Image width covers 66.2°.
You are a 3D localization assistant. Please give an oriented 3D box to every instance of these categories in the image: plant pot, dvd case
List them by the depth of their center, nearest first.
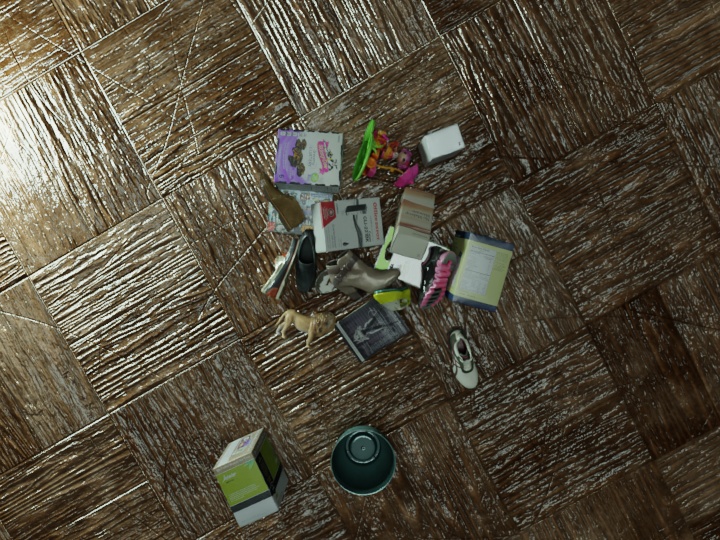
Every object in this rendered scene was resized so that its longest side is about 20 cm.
[{"bbox_3d":[0.008,0.572,1.725,0.197,0.134,0.204,0,95,-1],"label":"plant pot"},{"bbox_3d":[0.034,0.179,1.727,0.199,0.016,0.149,-35,94,18],"label":"dvd case"}]

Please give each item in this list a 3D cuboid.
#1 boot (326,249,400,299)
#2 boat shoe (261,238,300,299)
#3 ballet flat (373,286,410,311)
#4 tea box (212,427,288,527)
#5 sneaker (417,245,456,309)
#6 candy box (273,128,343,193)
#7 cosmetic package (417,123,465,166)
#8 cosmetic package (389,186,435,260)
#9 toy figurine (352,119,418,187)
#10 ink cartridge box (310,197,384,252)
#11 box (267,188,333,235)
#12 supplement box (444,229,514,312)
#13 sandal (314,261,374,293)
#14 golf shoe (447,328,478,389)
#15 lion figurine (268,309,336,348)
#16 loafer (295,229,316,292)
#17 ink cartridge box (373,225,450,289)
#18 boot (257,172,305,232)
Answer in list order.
[{"bbox_3d":[0.000,0.000,1.639,0.198,0.070,0.147,-28,112,17],"label":"boot"},{"bbox_3d":[-0.244,-0.010,1.712,0.062,0.071,0.202,24,99,1],"label":"boat shoe"},{"bbox_3d":[0.103,0.087,1.657,0.066,0.199,0.068,-14,85,27],"label":"ballet flat"},{"bbox_3d":[-0.331,0.627,1.697,0.132,0.200,0.199,-23,93,2],"label":"tea box"},{"bbox_3d":[0.211,0.017,1.640,0.078,0.095,0.202,3,117,-43],"label":"sneaker"},{"bbox_3d":[-0.153,-0.330,1.664,0.197,0.072,0.170,3,81,0],"label":"candy box"},{"bbox_3d":[0.232,-0.362,1.613,0.100,0.200,0.072,-20,95,1],"label":"cosmetic package"},{"bbox_3d":[0.156,-0.141,1.632,0.102,0.088,0.202,14,51,-3],"label":"cosmetic package"},{"bbox_3d":[0.091,-0.334,1.673,0.182,0.150,0.203,18,70,-15],"label":"toy figurine"},{"bbox_3d":[-0.036,-0.137,1.653,0.198,0.083,0.147,-9,94,-26],"label":"ink cartridge box"},{"bbox_3d":[-0.185,-0.179,1.710,0.197,0.040,0.139,5,96,0],"label":"box"},{"bbox_3d":[0.340,-0.004,1.642,0.132,0.200,0.203,15,95,-4],"label":"supplement box"},{"bbox_3d":[-0.051,0.022,1.716,0.197,0.055,0.083,-11,94,7],"label":"sandal"},{"bbox_3d":[0.320,0.283,1.725,0.076,0.088,0.203,-19,96,0],"label":"golf shoe"},{"bbox_3d":[-0.181,0.165,1.724,0.197,0.072,0.124,19,87,3],"label":"lion figurine"},{"bbox_3d":[-0.168,-0.024,1.688,0.067,0.070,0.203,9,109,5],"label":"loafer"},{"bbox_3d":[0.158,-0.036,1.705,0.198,0.076,0.150,22,95,2],"label":"ink cartridge box"},{"bbox_3d":[-0.233,-0.214,1.630,0.075,0.074,0.201,-29,122,3],"label":"boot"}]
